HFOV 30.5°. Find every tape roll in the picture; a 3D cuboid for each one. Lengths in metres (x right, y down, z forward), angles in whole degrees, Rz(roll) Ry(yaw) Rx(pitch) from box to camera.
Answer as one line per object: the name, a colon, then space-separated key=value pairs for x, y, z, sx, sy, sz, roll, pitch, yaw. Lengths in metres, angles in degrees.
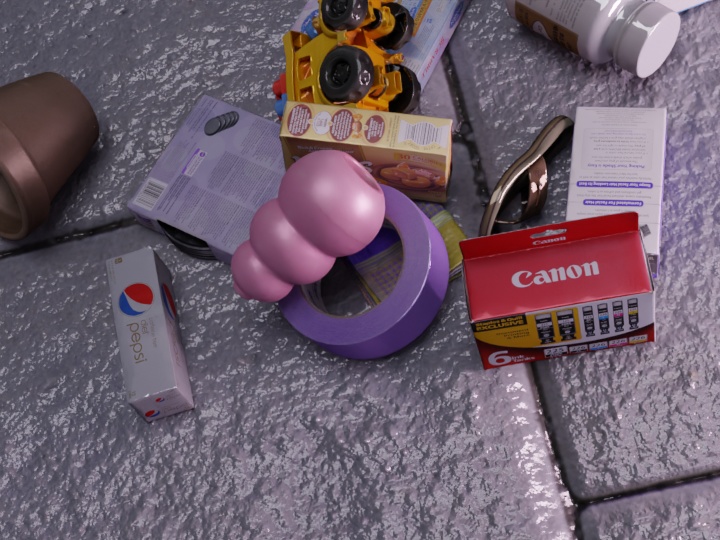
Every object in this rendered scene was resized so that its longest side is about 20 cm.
tape roll: x=0.000 y=0.000 z=1.549 sx=0.200 sy=0.066 sz=0.200 roll=-9 pitch=67 yaw=22

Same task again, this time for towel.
towel: x=0.041 y=-0.045 z=1.612 sx=0.144 sy=0.023 sz=0.200 roll=-30 pitch=61 yaw=-3

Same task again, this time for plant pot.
plant pot: x=-0.440 y=-0.168 z=1.710 sx=0.200 sy=0.200 sz=0.175 roll=29 pitch=55 yaw=25

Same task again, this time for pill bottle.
pill bottle: x=0.291 y=-0.324 z=1.647 sx=0.200 sy=0.114 sz=0.114 roll=36 pitch=75 yaw=27

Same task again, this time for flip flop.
flip flop: x=0.204 y=-0.101 z=1.581 sx=0.058 sy=0.081 sz=0.200 roll=37 pitch=70 yaw=12

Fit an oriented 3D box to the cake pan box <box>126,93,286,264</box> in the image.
cake pan box: x=-0.173 y=-0.111 z=1.681 sx=0.184 sy=0.052 sz=0.200 roll=21 pitch=69 yaw=24

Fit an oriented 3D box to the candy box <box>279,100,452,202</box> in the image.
candy box: x=0.009 y=-0.141 z=1.579 sx=0.200 sy=0.115 sz=0.055 roll=8 pitch=64 yaw=7

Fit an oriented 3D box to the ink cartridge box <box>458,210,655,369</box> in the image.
ink cartridge box: x=0.216 y=0.024 z=1.447 sx=0.200 sy=0.176 sz=0.084 roll=-10 pitch=61 yaw=8

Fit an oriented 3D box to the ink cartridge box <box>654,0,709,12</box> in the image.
ink cartridge box: x=0.401 y=-0.456 z=1.672 sx=0.147 sy=0.146 sz=0.200 roll=-21 pitch=60 yaw=1

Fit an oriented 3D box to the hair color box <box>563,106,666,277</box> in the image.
hair color box: x=0.301 y=-0.094 z=1.554 sx=0.109 sy=0.065 sz=0.200 roll=3 pitch=62 yaw=14

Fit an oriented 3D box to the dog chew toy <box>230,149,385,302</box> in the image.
dog chew toy: x=-0.067 y=-0.042 z=1.494 sx=0.200 sy=0.125 sz=0.125 roll=-44 pitch=60 yaw=13

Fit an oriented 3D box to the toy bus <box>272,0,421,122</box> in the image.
toy bus: x=-0.037 y=-0.260 z=1.663 sx=0.192 sy=0.136 sz=0.200 roll=-10 pitch=79 yaw=36

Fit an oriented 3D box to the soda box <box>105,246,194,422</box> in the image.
soda box: x=-0.255 y=0.075 z=1.591 sx=0.064 sy=0.068 sz=0.200 roll=-18 pitch=60 yaw=4

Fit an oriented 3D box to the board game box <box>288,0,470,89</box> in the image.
board game box: x=0.031 y=-0.348 z=1.762 sx=0.199 sy=0.041 sz=0.200 roll=21 pitch=70 yaw=22
